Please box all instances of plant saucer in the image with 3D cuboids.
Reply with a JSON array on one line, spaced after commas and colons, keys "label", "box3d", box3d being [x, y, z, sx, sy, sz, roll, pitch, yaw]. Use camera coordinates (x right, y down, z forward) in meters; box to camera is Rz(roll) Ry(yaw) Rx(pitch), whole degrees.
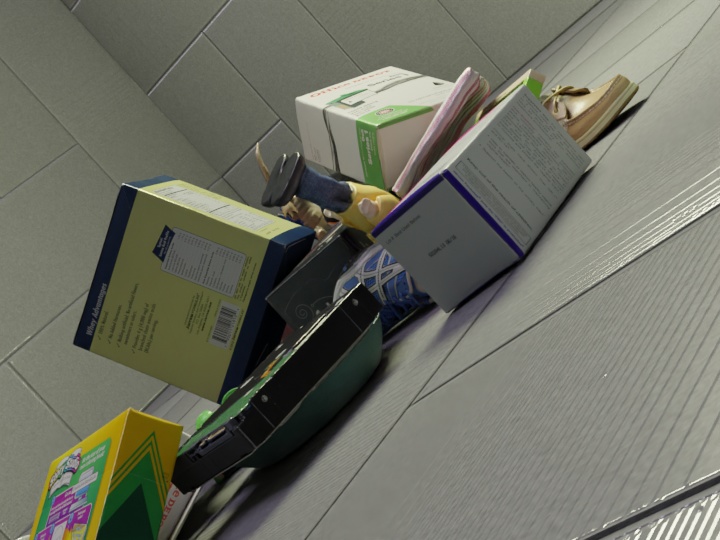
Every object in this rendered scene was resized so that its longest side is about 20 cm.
[{"label": "plant saucer", "box3d": [-0.046, 0.118, 1.307, 0.200, 0.036, 0.200, -43, 4, 4]}]

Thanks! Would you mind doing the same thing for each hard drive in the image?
[{"label": "hard drive", "box3d": [-0.075, 0.103, 1.237, 0.200, 0.038, 0.140, -46, 5, -41]}]

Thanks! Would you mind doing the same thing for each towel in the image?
[{"label": "towel", "box3d": [0.090, -0.139, 1.486, 0.147, 0.030, 0.200, -60, -5, 8]}]

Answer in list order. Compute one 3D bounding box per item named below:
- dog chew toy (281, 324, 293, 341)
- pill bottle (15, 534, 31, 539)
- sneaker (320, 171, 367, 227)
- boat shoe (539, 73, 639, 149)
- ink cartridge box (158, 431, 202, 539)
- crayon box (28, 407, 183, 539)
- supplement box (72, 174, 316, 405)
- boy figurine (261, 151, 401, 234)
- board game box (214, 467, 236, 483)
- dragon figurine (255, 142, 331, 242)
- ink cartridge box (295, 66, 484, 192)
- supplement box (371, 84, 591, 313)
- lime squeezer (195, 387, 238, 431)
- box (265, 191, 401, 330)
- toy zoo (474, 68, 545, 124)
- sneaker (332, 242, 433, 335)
[{"label": "dog chew toy", "box3d": [-0.099, 0.010, 1.739, 0.125, 0.200, 0.125, -43, 4, 4]}, {"label": "pill bottle", "box3d": [-0.361, 0.344, 1.404, 0.200, 0.114, 0.114, -39, 6, 35]}, {"label": "sneaker", "box3d": [0.049, -0.099, 1.716, 0.200, 0.080, 0.078, -19, 25, 2]}, {"label": "boat shoe", "box3d": [0.208, -0.154, 1.487, 0.074, 0.066, 0.200, -46, 6, -38]}, {"label": "ink cartridge box", "box3d": [-0.199, 0.209, 1.379, 0.117, 0.067, 0.200, -63, 10, -13]}, {"label": "crayon box", "box3d": [-0.232, 0.229, 1.228, 0.200, 0.058, 0.173, -33, 39, 53]}, {"label": "supplement box", "box3d": [-0.186, 0.019, 1.619, 0.134, 0.199, 0.200, -30, -40, -75]}, {"label": "boy figurine", "box3d": [0.002, -0.055, 1.426, 0.124, 0.200, 0.065, 5, 72, 66]}, {"label": "board game box", "box3d": [-0.094, 0.144, 1.524, 0.135, 0.029, 0.200, -41, 5, 12]}, {"label": "dragon figurine", "box3d": [-0.073, -0.069, 1.777, 0.059, 0.200, 0.099, -55, 10, -15]}, {"label": "ink cartridge box", "box3d": [0.033, -0.169, 1.666, 0.146, 0.085, 0.200, -22, 25, -24]}, {"label": "supplement box", "box3d": [0.112, -0.068, 1.274, 0.101, 0.103, 0.200, -40, 6, 40]}, {"label": "lime squeezer", "box3d": [-0.123, 0.145, 1.443, 0.071, 0.038, 0.200, 2, -35, -49]}, {"label": "box", "box3d": [0.000, 0.000, 1.571, 0.122, 0.106, 0.200, -40, 4, 27]}, {"label": "toy zoo", "box3d": [0.131, -0.101, 1.494, 0.131, 0.020, 0.200, -38, 30, 63]}, {"label": "sneaker", "box3d": [0.035, 0.010, 1.372, 0.200, 0.076, 0.077, -57, 31, 32]}]
